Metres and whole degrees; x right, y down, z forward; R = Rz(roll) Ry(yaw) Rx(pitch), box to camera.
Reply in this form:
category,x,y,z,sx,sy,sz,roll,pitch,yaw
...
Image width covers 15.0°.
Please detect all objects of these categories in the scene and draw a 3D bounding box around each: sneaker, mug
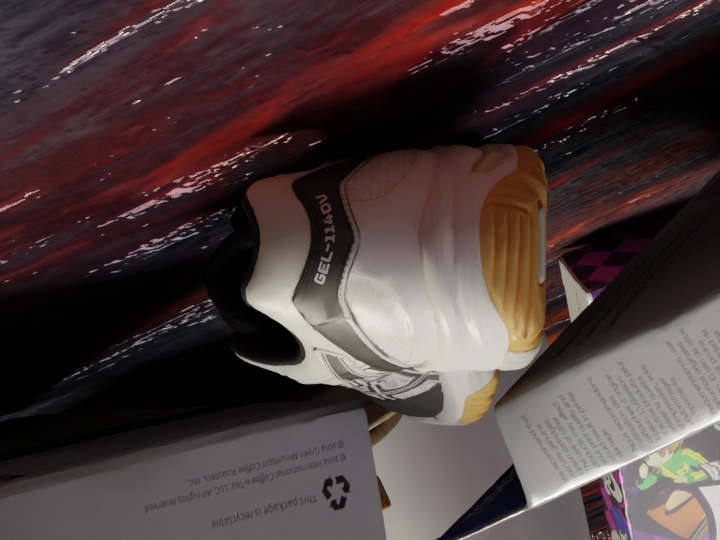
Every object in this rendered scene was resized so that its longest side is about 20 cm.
category,x,y,z,sx,sy,sz,roll,pitch,yaw
sneaker,0.000,0.000,0.775,0.087,0.076,0.200,1,169,-3
mug,0.049,0.119,1.222,0.149,0.154,0.186,-29,167,39

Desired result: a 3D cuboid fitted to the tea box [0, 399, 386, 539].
category,x,y,z,sx,sy,sz,roll,pitch,yaw
tea box,-0.122,0.123,0.834,0.199,0.134,0.196,-11,-177,-42

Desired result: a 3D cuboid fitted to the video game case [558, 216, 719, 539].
category,x,y,z,sx,sy,sz,roll,pitch,yaw
video game case,0.188,0.044,1.090,0.199,0.182,0.036,-18,-148,-9

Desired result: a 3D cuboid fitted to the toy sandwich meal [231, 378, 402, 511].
category,x,y,z,sx,sy,sz,roll,pitch,yaw
toy sandwich meal,-0.048,0.095,1.042,0.205,0.070,0.205,-26,-177,1

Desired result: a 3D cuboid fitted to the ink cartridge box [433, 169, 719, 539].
category,x,y,z,sx,sy,sz,roll,pitch,yaw
ink cartridge box,0.124,-0.005,0.850,0.200,0.043,0.196,-28,-172,39
